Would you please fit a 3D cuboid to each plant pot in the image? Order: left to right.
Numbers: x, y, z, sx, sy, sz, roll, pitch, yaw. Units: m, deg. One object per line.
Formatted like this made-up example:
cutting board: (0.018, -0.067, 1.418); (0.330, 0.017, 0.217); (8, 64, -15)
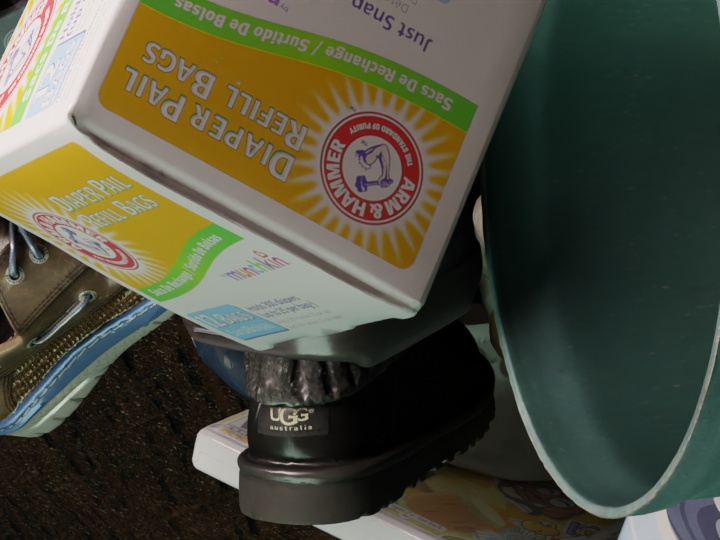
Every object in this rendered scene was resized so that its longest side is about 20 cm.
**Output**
plant pot: (0.126, -0.034, 0.806); (0.133, 0.201, 0.200); (-1, 169, -16)

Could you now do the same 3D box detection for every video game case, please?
video game case: (0.052, 0.099, 1.329); (0.199, 0.023, 0.182); (23, -158, 26)

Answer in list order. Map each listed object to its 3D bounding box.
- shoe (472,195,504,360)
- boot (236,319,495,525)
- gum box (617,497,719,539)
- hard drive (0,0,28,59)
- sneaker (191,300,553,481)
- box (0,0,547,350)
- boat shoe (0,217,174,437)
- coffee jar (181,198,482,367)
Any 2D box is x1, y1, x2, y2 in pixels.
shoe: (0.080, -0.009, 1.148); (0.070, 0.054, 0.200); (-12, 163, 2)
boot: (0.002, 0.000, 1.139); (0.079, 0.159, 0.211); (-1, -169, 14)
gum box: (0.185, 0.089, 1.038); (0.169, 0.201, 0.045); (9, 158, 37)
hard drive: (-0.153, -0.066, 1.124); (0.135, 0.042, 0.200); (45, 161, 31)
sneaker: (0.015, 0.032, 1.335); (0.199, 0.081, 0.146); (9, -165, -26)
box: (-0.012, -0.092, 0.739); (0.101, 0.201, 0.112); (28, 162, -18)
boat shoe: (-0.110, -0.007, 1.055); (0.072, 0.072, 0.200); (8, 133, -38)
coffee jar: (-0.033, -0.070, 0.867); (0.104, 0.085, 0.201); (8, 120, 55)
